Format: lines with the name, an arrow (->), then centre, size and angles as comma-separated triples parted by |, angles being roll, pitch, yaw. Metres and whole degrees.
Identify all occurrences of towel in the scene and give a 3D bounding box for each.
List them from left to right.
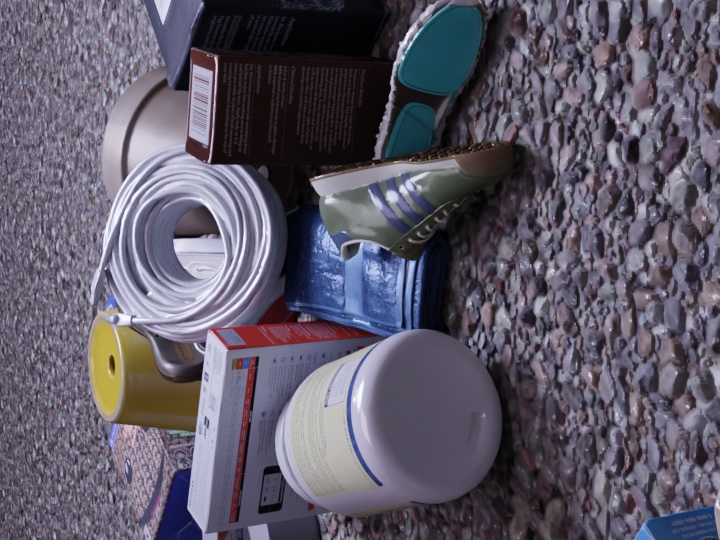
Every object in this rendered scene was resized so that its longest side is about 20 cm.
towel -> 0.000, 0.000, 1.149 | 0.199, 0.048, 0.113 | 14, 104, 48

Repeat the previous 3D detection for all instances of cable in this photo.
cable -> -0.168, -0.027, 1.218 | 0.198, 0.069, 0.202 | 13, 92, 21

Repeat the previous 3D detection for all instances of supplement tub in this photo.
supplement tub -> 0.018, 0.142, 1.067 | 0.200, 0.144, 0.147 | -28, 69, 57

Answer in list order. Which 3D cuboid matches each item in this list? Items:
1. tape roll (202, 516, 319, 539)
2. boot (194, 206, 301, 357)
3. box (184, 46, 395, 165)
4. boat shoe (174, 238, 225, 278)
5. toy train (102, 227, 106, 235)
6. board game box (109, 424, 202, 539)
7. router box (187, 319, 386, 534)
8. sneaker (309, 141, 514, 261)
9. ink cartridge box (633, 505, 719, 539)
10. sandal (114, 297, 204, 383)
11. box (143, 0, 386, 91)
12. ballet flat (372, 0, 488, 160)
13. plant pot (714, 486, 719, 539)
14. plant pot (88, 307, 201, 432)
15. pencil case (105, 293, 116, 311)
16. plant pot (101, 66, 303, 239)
tape roll -> -0.119, 0.322, 1.401 | 0.200, 0.065, 0.203 | 7, 98, 59
boot -> -0.078, 0.035, 1.302 | 0.072, 0.144, 0.201 | 37, 87, 38
box -> -0.061, -0.154, 1.124 | 0.075, 0.198, 0.101 | 30, 118, 58
boat shoe -> -0.164, 0.002, 1.371 | 0.198, 0.071, 0.071 | 2, 83, 22
toy train -> -0.232, -0.111, 1.486 | 0.201, 0.056, 0.150 | -55, 12, -26
board game box -> -0.250, 0.241, 1.590 | 0.201, 0.096, 0.161 | 56, 138, 41
router box -> -0.074, 0.153, 1.194 | 0.049, 0.178, 0.202 | 36, 122, 52
sneaker -> 0.050, -0.055, 1.041 | 0.198, 0.067, 0.091 | -6, 102, 33
ink cartridge box -> 0.249, 0.233, 0.671 | 0.201, 0.143, 0.085 | 57, 138, 41
sandal -> -0.217, 0.050, 1.321 | 0.200, 0.081, 0.055 | -126, 31, -49
box -> -0.108, -0.288, 1.193 | 0.118, 0.198, 0.198 | -58, 46, 46
ballet flat -> 0.054, -0.166, 1.061 | 0.072, 0.071, 0.201 | 60, 140, 38
plant pot -> 0.279, 0.107, 0.570 | 0.200, 0.182, 0.203 | 7, 98, 59
plant pot -> -0.217, 0.109, 1.432 | 0.200, 0.187, 0.204 | 8, 99, 58
pencil case -> -0.297, 0.017, 1.670 | 0.087, 0.078, 0.200 | 52, 139, 12
plant pot -> -0.162, -0.122, 1.343 | 0.172, 0.199, 0.203 | 15, 107, 41
